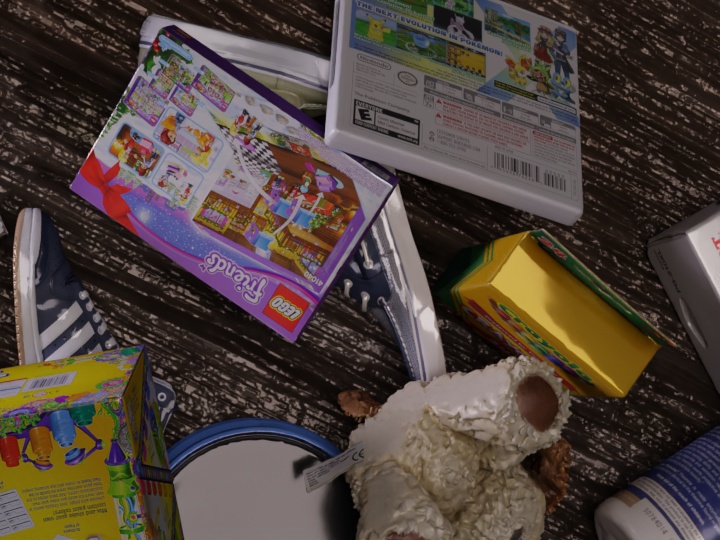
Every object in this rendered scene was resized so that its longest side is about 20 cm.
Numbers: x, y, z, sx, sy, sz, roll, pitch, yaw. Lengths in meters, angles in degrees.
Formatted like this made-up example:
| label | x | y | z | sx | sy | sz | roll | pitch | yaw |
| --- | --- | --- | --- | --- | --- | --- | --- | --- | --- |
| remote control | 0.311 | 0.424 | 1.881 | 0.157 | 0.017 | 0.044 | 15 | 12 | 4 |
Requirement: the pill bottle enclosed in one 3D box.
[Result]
| label | x | y | z | sx | sy | sz | roll | pitch | yaw |
| --- | --- | --- | --- | --- | --- | --- | --- | --- | --- |
| pill bottle | 0.284 | 0.174 | 1.261 | 0.199 | 0.111 | 0.112 | -31 | 93 | -12 |

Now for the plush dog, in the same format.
| label | x | y | z | sx | sy | sz | roll | pitch | yaw |
| --- | --- | --- | --- | --- | --- | --- | --- | --- | --- |
| plush dog | 0.069 | 0.163 | 1.211 | 0.200 | 0.160 | 0.172 | -50 | 126 | -16 |

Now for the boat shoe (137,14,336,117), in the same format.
| label | x | y | z | sx | sy | sz | roll | pitch | yaw |
| --- | --- | --- | --- | --- | --- | --- | --- | --- | --- |
| boat shoe | -0.069 | -0.137 | 1.238 | 0.198 | 0.072 | 0.063 | 14 | 99 | -1 |

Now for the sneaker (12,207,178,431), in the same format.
| label | x | y | z | sx | sy | sz | roll | pitch | yaw |
| --- | --- | --- | --- | --- | --- | --- | --- | --- | --- |
| sneaker | -0.188 | 0.053 | 1.190 | 0.107 | 0.070 | 0.203 | -5 | 94 | -7 |

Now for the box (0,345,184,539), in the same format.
| label | x | y | z | sx | sy | sz | roll | pitch | yaw |
| --- | --- | --- | --- | --- | --- | --- | --- | --- | --- |
| box | -0.226 | 0.171 | 1.106 | 0.197 | 0.122 | 0.195 | -9 | 102 | 2 |

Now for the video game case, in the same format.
| label | x | y | z | sx | sy | sz | roll | pitch | yaw |
| --- | --- | --- | --- | --- | --- | --- | --- | --- | --- |
| video game case | 0.071 | -0.137 | 1.227 | 0.198 | 0.022 | 0.184 | 17 | 53 | -18 |

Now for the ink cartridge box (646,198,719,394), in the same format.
| label | x | y | z | sx | sy | sz | roll | pitch | yaw |
| --- | --- | --- | --- | --- | --- | --- | --- | --- | --- |
| ink cartridge box | 0.345 | -0.007 | 1.299 | 0.199 | 0.084 | 0.146 | -28 | 92 | -12 |

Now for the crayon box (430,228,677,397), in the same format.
| label | x | y | z | sx | sy | sz | roll | pitch | yaw |
| --- | --- | --- | --- | --- | --- | --- | --- | --- | --- |
| crayon box | 0.132 | 0.033 | 1.193 | 0.127 | 0.200 | 0.051 | 40 | 80 | -6 |

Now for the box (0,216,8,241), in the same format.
| label | x | y | z | sx | sy | sz | roll | pitch | yaw |
| --- | --- | --- | --- | --- | --- | --- | --- | --- | --- |
| box | -0.369 | -0.051 | 1.171 | 0.198 | 0.050 | 0.159 | -27 | 92 | -12 |

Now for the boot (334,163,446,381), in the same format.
| label | x | y | z | sx | sy | sz | roll | pitch | yaw |
| --- | --- | --- | --- | --- | --- | --- | --- | --- | --- |
| boot | 0.000 | 0.000 | 1.243 | 0.089 | 0.073 | 0.202 | -16 | 86 | 0 |

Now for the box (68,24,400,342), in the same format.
| label | x | y | z | sx | sy | sz | roll | pitch | yaw |
| --- | --- | --- | --- | --- | --- | --- | --- | --- | --- |
| box | -0.090 | -0.062 | 1.194 | 0.199 | 0.039 | 0.138 | 35 | 105 | 2 |

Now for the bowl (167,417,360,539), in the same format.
| label | x | y | z | sx | sy | sz | roll | pitch | yaw |
| --- | --- | --- | --- | --- | --- | --- | --- | --- | --- |
| bowl | -0.077 | 0.209 | 1.220 | 0.198 | 0.039 | 0.203 | 1 | 86 | -11 |
